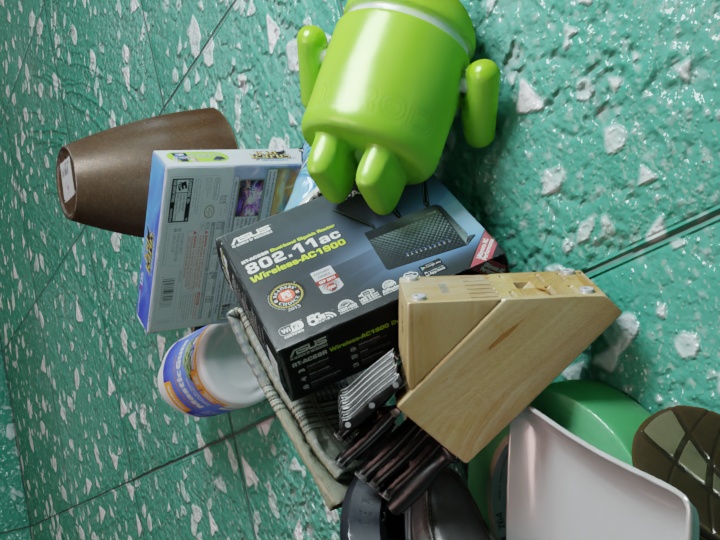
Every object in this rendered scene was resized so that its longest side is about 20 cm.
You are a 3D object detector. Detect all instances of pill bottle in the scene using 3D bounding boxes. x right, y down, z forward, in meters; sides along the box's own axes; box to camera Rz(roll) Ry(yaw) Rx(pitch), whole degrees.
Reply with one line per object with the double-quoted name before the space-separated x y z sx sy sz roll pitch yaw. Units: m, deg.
"pill bottle" -0.189 0.129 1.144 0.200 0.112 0.112 -25 74 55

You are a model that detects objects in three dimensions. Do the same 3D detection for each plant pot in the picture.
"plant pot" -0.285 -0.119 1.170 0.187 0.200 0.187 14 107 56

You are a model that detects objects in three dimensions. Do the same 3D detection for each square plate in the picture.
"square plate" 0.152 0.203 0.579 0.198 0.028 0.201 -155 62 -69

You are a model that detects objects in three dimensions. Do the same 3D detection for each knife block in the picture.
"knife block" 0.078 0.093 0.648 0.064 0.199 0.176 -99 7 -73

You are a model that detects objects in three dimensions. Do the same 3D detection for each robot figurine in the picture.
"robot figurine" 0.024 -0.150 0.726 0.175 0.116 0.200 14 77 20

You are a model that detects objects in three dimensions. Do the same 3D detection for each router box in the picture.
"router box" 0.000 0.000 0.731 0.150 0.200 0.062 54 161 45

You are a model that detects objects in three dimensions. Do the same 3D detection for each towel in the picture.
"towel" -0.024 0.120 0.812 0.035 0.192 0.200 -36 70 14

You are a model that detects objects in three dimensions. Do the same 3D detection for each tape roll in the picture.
"tape roll" 0.161 0.184 0.667 0.200 0.048 0.201 12 105 56

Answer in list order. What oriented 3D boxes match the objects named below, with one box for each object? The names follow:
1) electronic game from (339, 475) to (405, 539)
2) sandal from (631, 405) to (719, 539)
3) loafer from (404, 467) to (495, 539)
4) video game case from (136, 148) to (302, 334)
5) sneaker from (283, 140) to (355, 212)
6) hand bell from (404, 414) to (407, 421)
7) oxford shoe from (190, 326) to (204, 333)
"electronic game" 0.055 0.245 0.713 0.042 0.200 0.200 -34 64 27
"sandal" 0.241 0.158 0.530 0.200 0.082 0.055 38 148 40
"loafer" 0.089 0.230 0.639 0.072 0.073 0.200 -50 52 46
"video game case" -0.145 -0.035 0.982 0.045 0.181 0.200 46 131 46
"sneaker" -0.025 -0.083 0.839 0.200 0.078 0.090 -57 36 -4
"hand bell" 0.064 0.034 0.779 0.104 0.104 0.200 120 145 -43
"oxford shoe" -0.191 0.016 1.170 0.200 0.071 0.071 -56 45 47
